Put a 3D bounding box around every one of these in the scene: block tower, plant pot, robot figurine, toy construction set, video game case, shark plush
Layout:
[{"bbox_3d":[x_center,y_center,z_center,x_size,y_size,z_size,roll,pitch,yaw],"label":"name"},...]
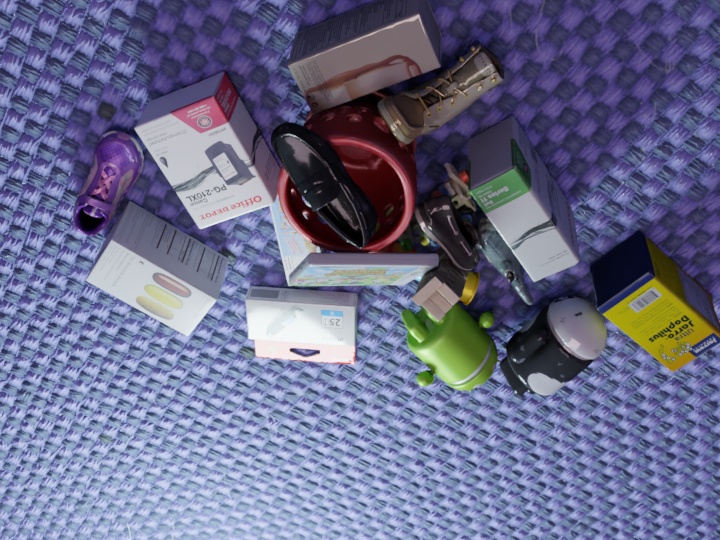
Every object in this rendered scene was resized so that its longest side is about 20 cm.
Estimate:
[{"bbox_3d":[0.131,0.011,1.418,0.058,0.200,0.054,43,113,-3],"label":"block tower"},{"bbox_3d":[-0.013,-0.155,1.342,0.197,0.184,0.203,3,130,4],"label":"plant pot"},{"bbox_3d":[0.160,0.128,1.593,0.175,0.116,0.200,-44,115,5],"label":"robot figurine"},{"bbox_3d":[0.107,-0.103,1.438,0.198,0.093,0.131,-26,122,37],"label":"toy construction set"},{"bbox_3d":[0.000,0.000,1.406,0.196,0.022,0.182,0,170,-14],"label":"video game case"},{"bbox_3d":[0.227,-0.012,1.489,0.089,0.084,0.202,-17,127,6],"label":"shark plush"},{"bbox_3d":[0.331,0.132,1.575,0.124,0.151,0.200,40,123,-5],"label":"robot figurine"}]

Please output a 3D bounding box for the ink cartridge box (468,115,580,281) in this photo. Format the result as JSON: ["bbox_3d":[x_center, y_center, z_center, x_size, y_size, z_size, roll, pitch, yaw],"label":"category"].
[{"bbox_3d":[0.246,-0.106,1.377,0.082,0.148,0.200,-26,121,25],"label":"ink cartridge box"}]

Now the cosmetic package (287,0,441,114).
[{"bbox_3d":[0.008,-0.307,1.271,0.197,0.104,0.088,-16,126,20],"label":"cosmetic package"}]

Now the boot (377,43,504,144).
[{"bbox_3d":[0.115,-0.246,1.260,0.154,0.200,0.073,-32,89,25],"label":"boot"}]

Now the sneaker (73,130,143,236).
[{"bbox_3d":[-0.411,-0.131,1.468,0.080,0.089,0.201,26,126,-13],"label":"sneaker"}]

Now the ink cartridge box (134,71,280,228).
[{"bbox_3d":[-0.229,-0.181,1.409,0.143,0.085,0.201,-16,125,19],"label":"ink cartridge box"}]

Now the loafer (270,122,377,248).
[{"bbox_3d":[-0.047,-0.112,1.220,0.068,0.071,0.201,-28,120,27],"label":"loafer"}]

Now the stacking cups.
[{"bbox_3d":[0.100,-0.002,1.531,0.197,0.061,0.061,20,128,-10],"label":"stacking cups"}]

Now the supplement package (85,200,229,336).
[{"bbox_3d":[-0.341,-0.002,1.549,0.198,0.110,0.114,31,126,-18],"label":"supplement package"}]

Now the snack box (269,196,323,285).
[{"bbox_3d":[-0.104,-0.060,1.532,0.071,0.025,0.202,-2,128,9],"label":"snack box"}]

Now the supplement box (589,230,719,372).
[{"bbox_3d":[0.486,0.053,1.501,0.199,0.110,0.109,36,124,-21],"label":"supplement box"}]

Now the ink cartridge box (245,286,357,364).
[{"bbox_3d":[-0.105,0.114,1.659,0.196,0.045,0.178,4,128,4],"label":"ink cartridge box"}]

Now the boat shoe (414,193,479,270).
[{"bbox_3d":[0.148,-0.056,1.374,0.056,0.068,0.199,-27,148,20],"label":"boat shoe"}]
